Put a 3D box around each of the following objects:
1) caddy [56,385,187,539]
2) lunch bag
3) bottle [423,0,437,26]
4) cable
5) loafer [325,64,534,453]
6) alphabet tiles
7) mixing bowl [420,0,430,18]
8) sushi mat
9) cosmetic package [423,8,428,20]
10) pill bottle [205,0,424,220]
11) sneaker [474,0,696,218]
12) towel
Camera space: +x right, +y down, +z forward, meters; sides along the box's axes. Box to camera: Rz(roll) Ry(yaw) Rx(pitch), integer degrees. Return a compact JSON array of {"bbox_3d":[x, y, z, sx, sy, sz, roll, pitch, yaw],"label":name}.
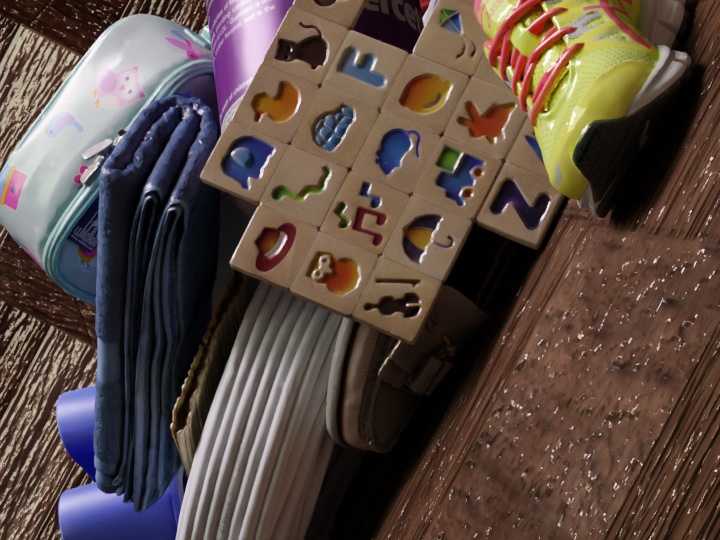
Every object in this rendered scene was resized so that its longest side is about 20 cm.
[{"bbox_3d":[-0.111,0.141,1.550,0.200,0.105,0.141,71,-168,-58],"label":"caddy"},{"bbox_3d":[-0.100,-0.051,1.445,0.160,0.077,0.200,-50,-32,8],"label":"lunch bag"},{"bbox_3d":[0.082,-0.152,1.557,0.065,0.083,0.200,-60,6,26],"label":"bottle"},{"bbox_3d":[-0.039,0.088,1.361,0.200,0.069,0.200,97,-165,-61],"label":"cable"},{"bbox_3d":[0.042,-0.002,1.263,0.072,0.063,0.200,22,-93,-65],"label":"loafer"},{"bbox_3d":[0.025,-0.070,1.248,0.200,0.167,0.008,-63,-16,-13],"label":"alphabet tiles"},{"bbox_3d":[0.037,-0.172,1.722,0.200,0.200,0.108,-59,33,30],"label":"mixing bowl"},{"bbox_3d":[-0.074,0.077,1.392,0.200,0.012,0.096,87,-156,-68],"label":"sushi mat"},{"bbox_3d":[0.030,-0.063,1.651,0.200,0.081,0.113,-61,4,31],"label":"cosmetic package"},{"bbox_3d":[-0.023,-0.124,1.349,0.112,0.112,0.200,124,143,-55],"label":"pill bottle"},{"bbox_3d":[0.086,-0.088,1.101,0.078,0.090,0.200,-59,7,21],"label":"sneaker"},{"bbox_3d":[-0.102,0.016,1.349,0.112,0.048,0.200,-67,-16,-57],"label":"towel"}]
